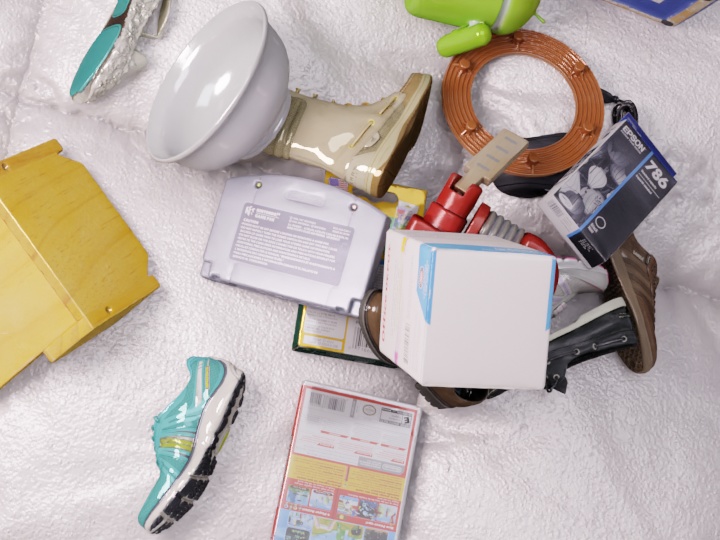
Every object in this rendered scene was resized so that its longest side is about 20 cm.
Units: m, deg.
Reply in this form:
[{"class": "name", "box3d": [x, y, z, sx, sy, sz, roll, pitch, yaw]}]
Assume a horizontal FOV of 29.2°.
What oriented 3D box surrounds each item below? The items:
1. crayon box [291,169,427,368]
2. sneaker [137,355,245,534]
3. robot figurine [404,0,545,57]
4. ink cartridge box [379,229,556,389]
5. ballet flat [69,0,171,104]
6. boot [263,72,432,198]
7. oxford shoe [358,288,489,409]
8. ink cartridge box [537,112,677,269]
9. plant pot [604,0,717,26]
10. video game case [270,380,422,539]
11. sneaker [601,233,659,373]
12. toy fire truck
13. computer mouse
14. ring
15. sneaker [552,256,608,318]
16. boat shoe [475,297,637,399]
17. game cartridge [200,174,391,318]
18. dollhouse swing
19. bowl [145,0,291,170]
[{"class": "crayon box", "box3d": [0.000, 0.000, 1.564, 0.124, 0.052, 0.203, 11, 79, -11]}, {"class": "sneaker", "box3d": [-0.192, 0.187, 1.492, 0.079, 0.078, 0.202, 20, 71, 11]}, {"class": "robot figurine", "box3d": [0.125, -0.343, 1.615, 0.197, 0.116, 0.178, 10, 71, -11]}, {"class": "ink cartridge box", "box3d": [0.097, 0.032, 1.360, 0.123, 0.200, 0.131, 3, 98, -12]}, {"class": "ballet flat", "box3d": [-0.255, -0.266, 1.547, 0.071, 0.072, 0.202, 25, 77, -7]}, {"class": "boot", "box3d": [-0.011, -0.176, 1.573, 0.153, 0.073, 0.201, 19, 49, 12]}, {"class": "oxford shoe", "box3d": [0.075, 0.082, 1.502, 0.200, 0.084, 0.073, 40, 63, -35]}, {"class": "ink cartridge box", "box3d": [0.296, -0.100, 1.596, 0.100, 0.039, 0.200, 48, 58, -5]}, {"class": "plant pot", "box3d": [0.360, -0.411, 1.642, 0.197, 0.200, 0.182, 19, 83, -9]}, {"class": "video game case", "box3d": [-0.016, 0.236, 1.539, 0.141, 0.017, 0.203, 14, 78, -10]}, {"class": "sneaker", "box3d": [0.325, 0.017, 1.625, 0.075, 0.070, 0.203, -15, 86, -21]}, {"class": "toy fire truck", "box3d": [0.147, -0.045, 1.504, 0.175, 0.129, 0.202, 29, 97, 2]}, {"class": "computer mouse", "box3d": [0.251, -0.156, 1.648, 0.197, 0.046, 0.143, 3, 81, -12]}, {"class": "ring", "box3d": [0.193, -0.203, 1.630, 0.197, 0.019, 0.203, 4, 65, -8]}, {"class": "sneaker", "box3d": [0.192, 0.038, 1.591, 0.197, 0.081, 0.090, -10, 84, -5]}, {"class": "boat shoe", "box3d": [0.226, 0.106, 1.572, 0.197, 0.075, 0.067, -28, 77, -7]}, {"class": "game cartridge", "box3d": [-0.069, -0.033, 1.520, 0.197, 0.041, 0.135, 14, 85, 19]}, {"class": "dollhouse swing", "box3d": [-0.364, 0.006, 1.492, 0.201, 0.175, 0.182, 52, 33, 0]}, {"class": "bowl", "box3d": [-0.140, -0.185, 1.511, 0.090, 0.200, 0.203, 33, 74, -33]}]
